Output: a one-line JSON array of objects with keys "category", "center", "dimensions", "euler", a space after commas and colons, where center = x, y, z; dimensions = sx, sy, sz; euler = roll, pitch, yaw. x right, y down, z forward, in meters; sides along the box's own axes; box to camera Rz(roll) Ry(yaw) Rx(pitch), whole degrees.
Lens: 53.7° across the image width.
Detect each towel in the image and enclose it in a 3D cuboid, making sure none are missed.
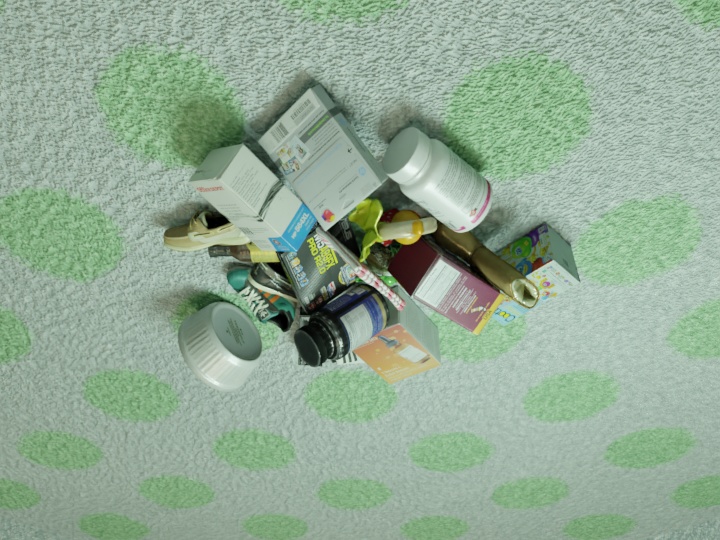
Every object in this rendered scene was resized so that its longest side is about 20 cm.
[{"category": "towel", "center": [0.000, 0.000, 1.392], "dimensions": [0.030, 0.146, 0.200], "euler": [-48, 140, 2]}]

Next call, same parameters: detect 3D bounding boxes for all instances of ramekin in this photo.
[{"category": "ramekin", "center": [-0.310, 0.164, 1.622], "dimensions": [0.094, 0.205, 0.201], "euler": [-38, 128, 23]}]

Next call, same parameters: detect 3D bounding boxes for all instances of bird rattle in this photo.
[{"category": "bird rattle", "center": [0.068, -0.073, 1.345], "dimensions": [0.159, 0.116, 0.199], "euler": [-2, 179, 24]}]

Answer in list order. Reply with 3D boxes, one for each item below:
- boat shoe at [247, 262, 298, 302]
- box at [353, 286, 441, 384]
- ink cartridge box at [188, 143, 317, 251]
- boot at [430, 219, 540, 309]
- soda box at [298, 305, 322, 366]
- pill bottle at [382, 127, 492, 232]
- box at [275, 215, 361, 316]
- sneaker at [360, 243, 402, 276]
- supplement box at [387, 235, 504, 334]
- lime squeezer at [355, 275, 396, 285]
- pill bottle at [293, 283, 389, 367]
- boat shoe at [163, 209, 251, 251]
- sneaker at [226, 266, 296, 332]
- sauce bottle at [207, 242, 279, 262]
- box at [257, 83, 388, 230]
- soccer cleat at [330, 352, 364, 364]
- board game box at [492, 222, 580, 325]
[{"category": "boat shoe", "center": [-0.145, 0.023, 1.551], "dimensions": [0.197, 0.072, 0.068], "euler": [21, 111, -30]}, {"category": "box", "center": [0.078, 0.156, 1.671], "dimensions": [0.150, 0.108, 0.200], "euler": [-23, 134, 25]}, {"category": "ink cartridge box", "center": [-0.196, -0.128, 1.295], "dimensions": [0.200, 0.085, 0.145], "euler": [45, 159, -29]}, {"category": "boot", "center": [0.246, -0.021, 1.399], "dimensions": [0.173, 0.200, 0.067], "euler": [28, 102, -37]}, {"category": "soda box", "center": [-0.114, 0.141, 1.680], "dimensions": [0.062, 0.072, 0.202], "euler": [4, 139, -3]}, {"category": "pill bottle", "center": [0.140, -0.165, 1.296], "dimensions": [0.198, 0.115, 0.113], "euler": [32, 131, -32]}, {"category": "box", "center": [-0.079, -0.022, 1.455], "dimensions": [0.158, 0.044, 0.202], "euler": [-34, 139, -13]}, {"category": "sneaker", "center": [0.091, -0.035, 1.490], "dimensions": [0.196, 0.078, 0.089], "euler": [16, 127, -27]}, {"category": "supplement box", "center": [0.172, 0.025, 1.438], "dimensions": [0.198, 0.131, 0.104], "euler": [30, 101, -31]}, {"category": "lime squeezer", "center": [0.080, 0.028, 1.552], "dimensions": [0.195, 0.071, 0.038], "euler": [9, 121, -9]}, {"category": "pill bottle", "center": [-0.040, 0.117, 1.498], "dimensions": [0.198, 0.112, 0.113], "euler": [-30, 155, -35]}, {"category": "boat shoe", "center": [-0.306, -0.088, 1.427], "dimensions": [0.194, 0.075, 0.068], "euler": [-7, 127, 6]}, {"category": "sneaker", "center": [-0.218, 0.066, 1.586], "dimensions": [0.071, 0.081, 0.199], "euler": [-30, 131, 31]}, {"category": "sauce bottle", "center": [-0.215, -0.049, 1.468], "dimensions": [0.194, 0.066, 0.066], "euler": [-2, 140, 0]}, {"category": "box", "center": [-0.067, -0.195, 1.245], "dimensions": [0.155, 0.041, 0.201], "euler": [-35, 95, 35]}, {"category": "soccer cleat", "center": [-0.030, 0.193, 1.710], "dimensions": [0.084, 0.070, 0.199], "euler": [-34, 155, 18]}, {"category": "board game box", "center": [0.345, 0.010, 1.505], "dimensions": [0.104, 0.105, 0.198], "euler": [32, 130, -32]}]
